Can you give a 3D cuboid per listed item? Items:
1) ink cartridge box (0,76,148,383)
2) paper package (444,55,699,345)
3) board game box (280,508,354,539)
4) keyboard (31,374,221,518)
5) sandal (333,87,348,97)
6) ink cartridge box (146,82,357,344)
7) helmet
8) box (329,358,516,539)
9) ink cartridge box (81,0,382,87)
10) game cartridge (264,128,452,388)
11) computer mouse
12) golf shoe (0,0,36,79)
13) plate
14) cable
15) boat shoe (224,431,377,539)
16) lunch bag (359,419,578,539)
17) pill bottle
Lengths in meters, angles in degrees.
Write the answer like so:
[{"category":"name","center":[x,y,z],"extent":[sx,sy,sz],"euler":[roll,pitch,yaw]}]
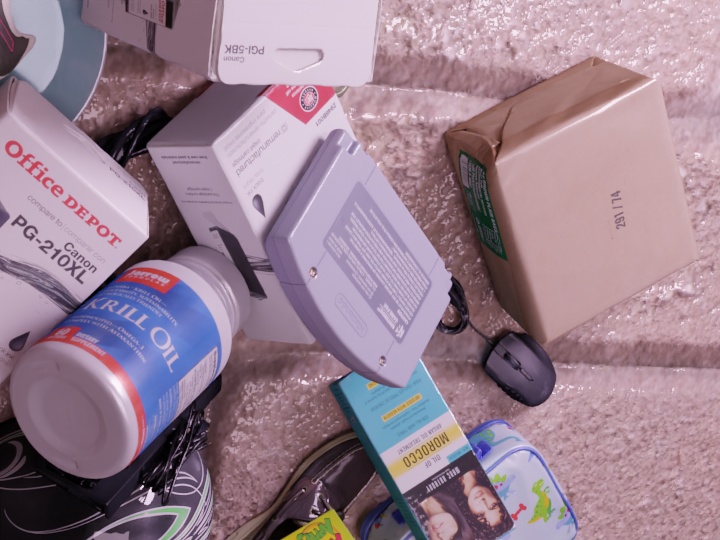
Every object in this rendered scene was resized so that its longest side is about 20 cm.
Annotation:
[{"category":"ink cartridge box","center":[-0.278,-0.022,1.138],"extent":[0.200,0.085,0.145],"euler":[-43,114,11]},{"category":"paper package","center":[0.198,-0.066,1.382],"extent":[0.189,0.103,0.202],"euler":[-28,120,-15]},{"category":"board game box","center":[-0.060,0.304,1.361],"extent":[0.101,0.048,0.201],"euler":[-27,152,-22]},{"category":"keyboard","center":[-0.166,0.115,1.184],"extent":[0.103,0.200,0.040],"euler":[29,126,7]},{"category":"sandal","center":[-0.027,-0.239,1.230],"extent":[0.079,0.057,0.204],"euler":[-3,110,-25]},{"category":"ink cartridge box","center":[-0.066,-0.061,1.234],"extent":[0.144,0.083,0.201],"euler":[-48,127,-35]},{"category":"helmet","center":[-0.216,0.202,1.238],"extent":[0.188,0.200,0.203],"euler":[-5,112,-6]},{"category":"box","center":[0.057,0.171,1.378],"extent":[0.082,0.049,0.201],"euler":[-30,89,-13]},{"category":"ink cartridge box","center":[-0.097,-0.201,1.112],"extent":[0.145,0.199,0.084],"euler":[-4,111,-38]},{"category":"game cartridge","center":[0.000,0.000,1.227],"extent":[0.201,0.040,0.134],"euler":[53,52,-38]},{"category":"computer mouse","center":[0.128,0.069,1.438],"extent":[0.059,0.034,0.200],"euler":[-49,122,-1]},{"category":"golf shoe","center":[-0.304,-0.225,1.073],"extent":[0.088,0.077,0.202],"euler":[-36,125,-33]},{"category":"plate","center":[-0.291,-0.180,1.141],"extent":[0.198,0.026,0.203],"euler":[-9,112,-24]},{"category":"cable","center":[-0.163,-0.035,1.244],"extent":[0.161,0.051,0.203],"euler":[-3,110,-25]},{"category":"boat shoe","center":[-0.049,0.235,1.394],"extent":[0.200,0.065,0.073],"euler":[-44,120,-6]},{"category":"lunch bag","center":[0.107,0.254,1.469],"extent":[0.199,0.082,0.161],"euler":[-39,122,-8]},{"category":"pill bottle","center":[-0.168,0.060,1.146],"extent":[0.200,0.111,0.114],"euler":[-47,134,-52]}]
